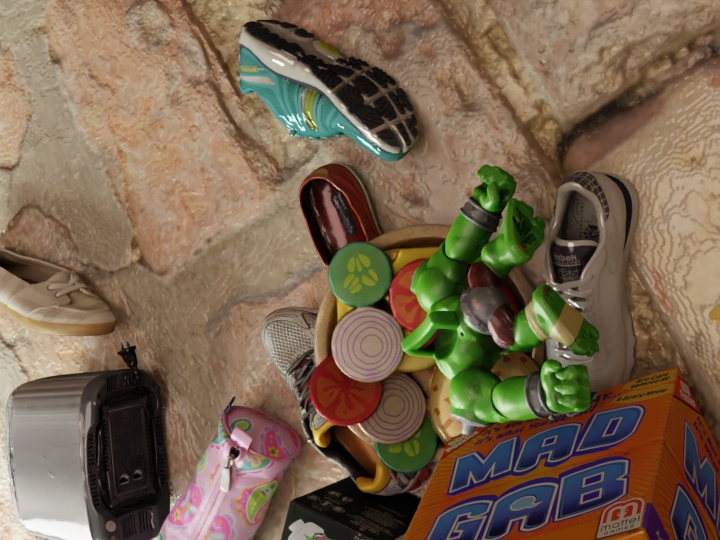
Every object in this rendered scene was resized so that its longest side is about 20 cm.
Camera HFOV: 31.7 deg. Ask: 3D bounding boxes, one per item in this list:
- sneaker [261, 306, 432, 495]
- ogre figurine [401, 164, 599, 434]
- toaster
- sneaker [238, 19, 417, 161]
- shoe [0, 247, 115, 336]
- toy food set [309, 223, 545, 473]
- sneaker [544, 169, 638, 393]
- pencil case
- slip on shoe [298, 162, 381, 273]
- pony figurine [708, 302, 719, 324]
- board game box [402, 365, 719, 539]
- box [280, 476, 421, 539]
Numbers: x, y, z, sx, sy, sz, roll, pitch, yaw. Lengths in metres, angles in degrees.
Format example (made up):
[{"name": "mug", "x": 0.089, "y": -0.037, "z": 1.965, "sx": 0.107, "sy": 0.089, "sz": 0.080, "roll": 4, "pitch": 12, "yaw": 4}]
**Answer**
[{"name": "sneaker", "x": -0.020, "y": 0.110, "z": 1.101, "sx": 0.200, "sy": 0.082, "sz": 0.078, "roll": 47, "pitch": 114, "yaw": 19}, {"name": "ogre figurine", "x": 0.097, "y": 0.031, "z": 0.949, "sx": 0.120, "sy": 0.098, "sz": 0.202, "roll": -37, "pitch": 75, "yaw": 33}, {"name": "toaster", "x": -0.266, "y": 0.173, "z": 1.225, "sx": 0.128, "sy": 0.113, "sz": 0.203, "roll": -4, "pitch": 93, "yaw": 31}, {"name": "sneaker", "x": -0.031, "y": -0.148, "z": 1.109, "sx": 0.199, "sy": 0.077, "sz": 0.080, "roll": 36, "pitch": 129, "yaw": 27}, {"name": "shoe", "x": -0.326, "y": 0.019, "z": 1.271, "sx": 0.198, "sy": 0.070, "sz": 0.054, "roll": 18, "pitch": 110, "yaw": 29}, {"name": "toy food set", "x": 0.054, "y": 0.063, "z": 1.037, "sx": 0.195, "sy": 0.049, "sz": 0.203, "roll": -4, "pitch": 89, "yaw": 3}, {"name": "sneaker", "x": 0.171, "y": 0.023, "z": 0.991, "sx": 0.076, "sy": 0.080, "sz": 0.203, "roll": 2, "pitch": 95, "yaw": 27}, {"name": "pencil case", "x": -0.131, "y": 0.221, "z": 1.169, "sx": 0.087, "sy": 0.087, "sz": 0.201, "roll": 37, "pitch": 110, "yaw": 22}, {"name": "slip on shoe", "x": 0.000, "y": 0.000, "z": 1.095, "sx": 0.074, "sy": 0.061, "sz": 0.202, "roll": -28, "pitch": 81, "yaw": 26}, {"name": "pony figurine", "x": 0.344, "y": -0.036, "z": 0.866, "sx": 0.192, "sy": 0.166, "sz": 0.202, "roll": 23, "pitch": 119, "yaw": 33}, {"name": "board game box", "x": 0.166, "y": 0.227, "z": 0.903, "sx": 0.198, "sy": 0.200, "sz": 0.201, "roll": -21, "pitch": 107, "yaw": 29}, {"name": "box", "x": 0.006, "y": 0.300, "z": 1.074, "sx": 0.147, "sy": 0.124, "sz": 0.203, "roll": 20, "pitch": 103, "yaw": 27}]
